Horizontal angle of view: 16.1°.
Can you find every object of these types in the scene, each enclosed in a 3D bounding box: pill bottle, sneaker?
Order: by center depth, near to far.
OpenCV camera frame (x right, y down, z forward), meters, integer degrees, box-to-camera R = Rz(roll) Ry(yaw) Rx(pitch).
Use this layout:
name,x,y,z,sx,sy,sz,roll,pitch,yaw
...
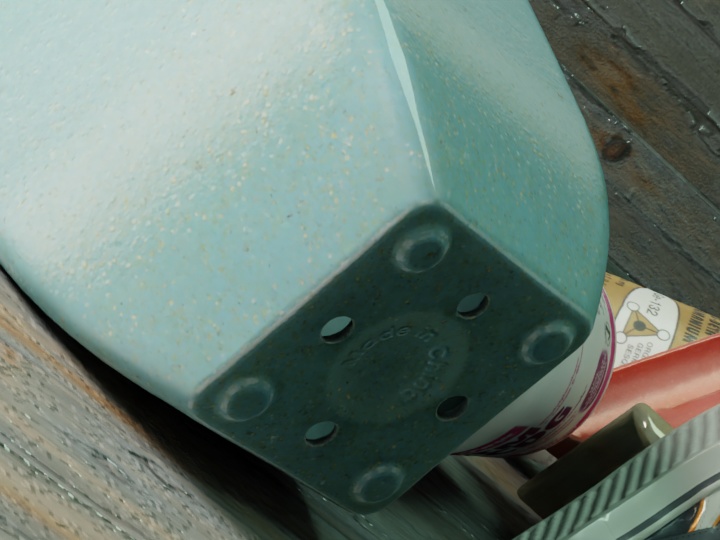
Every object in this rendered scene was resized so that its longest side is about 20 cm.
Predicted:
name,x,y,z,sx,sy,sz,roll,pitch,yaw
sneaker,0.138,0.111,1.045,0.080,0.200,0.078,61,-23,-4
pill bottle,0.044,0.028,1.159,0.113,0.113,0.200,45,9,15
pill bottle,0.182,0.081,1.419,0.200,0.115,0.114,23,6,6

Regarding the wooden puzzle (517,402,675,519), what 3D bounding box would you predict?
name,x,y,z,sx,sy,sz,roll,pitch,yaw
wooden puzzle,0.161,0.154,1.185,0.185,0.046,0.200,42,-18,1

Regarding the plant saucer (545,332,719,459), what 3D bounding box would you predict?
name,x,y,z,sx,sy,sz,roll,pitch,yaw
plant saucer,0.207,0.078,1.270,0.200,0.200,0.037,20,-57,58

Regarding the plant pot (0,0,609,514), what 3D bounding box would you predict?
name,x,y,z,sx,sy,sz,roll,pitch,yaw
plant pot,-0.021,-0.030,0.944,0.196,0.196,0.200,36,18,-45
